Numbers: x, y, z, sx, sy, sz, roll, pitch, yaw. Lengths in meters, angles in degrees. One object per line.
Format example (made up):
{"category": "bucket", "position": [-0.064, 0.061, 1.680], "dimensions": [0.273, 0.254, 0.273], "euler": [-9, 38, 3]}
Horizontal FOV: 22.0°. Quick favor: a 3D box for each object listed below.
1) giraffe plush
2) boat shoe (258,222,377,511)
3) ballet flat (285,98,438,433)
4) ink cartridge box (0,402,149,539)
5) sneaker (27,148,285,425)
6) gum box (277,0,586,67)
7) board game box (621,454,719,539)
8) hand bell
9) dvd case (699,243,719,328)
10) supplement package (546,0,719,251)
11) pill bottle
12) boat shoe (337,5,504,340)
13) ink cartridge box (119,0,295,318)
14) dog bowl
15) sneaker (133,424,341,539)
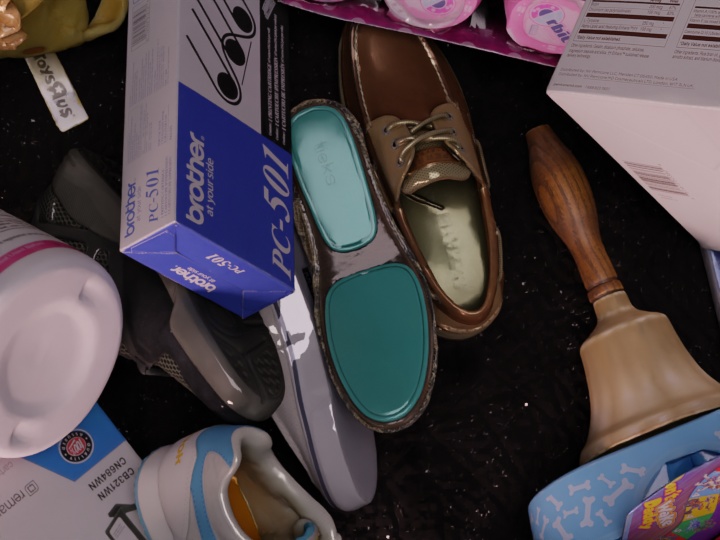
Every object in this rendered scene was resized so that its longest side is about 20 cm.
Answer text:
{"category": "giraffe plush", "position": [-0.217, -0.174, 1.018], "dimensions": [0.173, 0.162, 0.200], "euler": [-44, 90, -8]}
{"category": "boat shoe", "position": [-0.049, 0.047, 1.073], "dimensions": [0.070, 0.071, 0.201], "euler": [-19, 90, 18]}
{"category": "ballet flat", "position": [0.000, 0.000, 1.063], "dimensions": [0.067, 0.075, 0.201], "euler": [-17, 75, -1]}
{"category": "ink cartridge box", "position": [-0.154, 0.184, 1.000], "dimensions": [0.200, 0.084, 0.146], "euler": [51, 45, -1]}
{"category": "sneaker", "position": [-0.127, 0.034, 1.033], "dimensions": [0.199, 0.076, 0.114], "euler": [45, 106, 24]}
{"category": "gum box", "position": [0.052, -0.198, 1.078], "dimensions": [0.199, 0.066, 0.114], "euler": [13, 58, -5]}
{"category": "board game box", "position": [0.220, 0.159, 1.024], "dimensions": [0.157, 0.200, 0.039], "euler": [-14, 53, -10]}
{"category": "hand bell", "position": [0.142, 0.006, 1.095], "dimensions": [0.104, 0.104, 0.201], "euler": [-18, 74, -7]}
{"category": "dvd case", "position": [0.293, 0.047, 1.128], "dimensions": [0.142, 0.018, 0.201], "euler": [-12, 86, -8]}
{"category": "supplement package", "position": [0.239, -0.132, 1.023], "dimensions": [0.191, 0.147, 0.201], "euler": [38, 72, -44]}
{"category": "pill bottle", "position": [-0.232, 0.010, 0.987], "dimensions": [0.199, 0.113, 0.114], "euler": [25, 81, 32]}
{"category": "boat shoe", "position": [0.043, -0.060, 1.081], "dimensions": [0.075, 0.074, 0.201], "euler": [-19, 87, -8]}
{"category": "ink cartridge box", "position": [-0.083, -0.083, 1.020], "dimensions": [0.094, 0.044, 0.201], "euler": [32, 45, -41]}
{"category": "dog bowl", "position": [0.186, 0.124, 1.059], "dimensions": [0.199, 0.112, 0.050], "euler": [-23, 68, 2]}
{"category": "sneaker", "position": [-0.042, 0.175, 0.978], "dimensions": [0.076, 0.081, 0.201], "euler": [-37, 99, -47]}
